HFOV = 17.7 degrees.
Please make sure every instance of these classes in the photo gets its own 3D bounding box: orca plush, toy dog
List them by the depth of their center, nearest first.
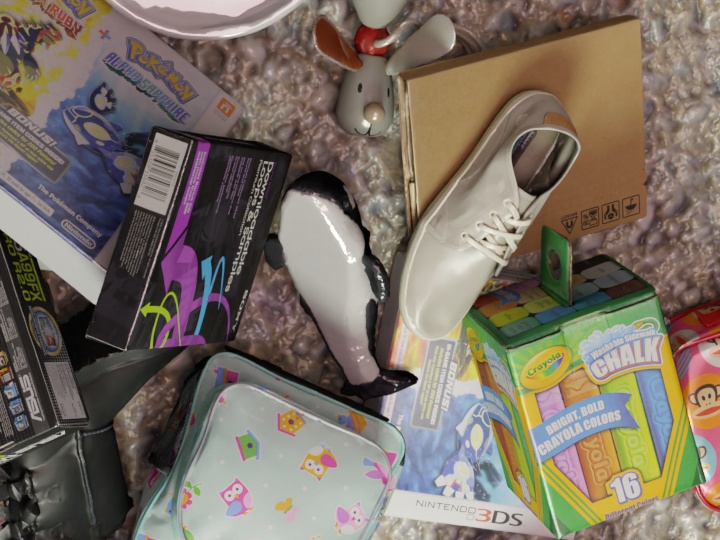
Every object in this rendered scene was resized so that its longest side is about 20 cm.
[{"bbox_3d":[0.022,-0.195,1.652,0.131,0.096,0.201,-18,107,-7],"label":"toy dog"},{"bbox_3d":[0.000,0.000,1.684,0.071,0.105,0.201,-50,123,-36],"label":"orca plush"}]

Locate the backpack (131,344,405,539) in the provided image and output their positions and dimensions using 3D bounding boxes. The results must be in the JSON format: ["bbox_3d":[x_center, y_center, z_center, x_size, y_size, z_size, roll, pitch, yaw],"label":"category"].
[{"bbox_3d":[-0.074,0.176,1.666,0.175,0.153,0.201,25,90,-8],"label":"backpack"}]

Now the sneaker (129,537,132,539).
[{"bbox_3d":[-0.103,0.267,1.766,0.200,0.078,0.082,45,70,-18],"label":"sneaker"}]

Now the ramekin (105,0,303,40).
[{"bbox_3d":[-0.108,-0.263,1.595,0.201,0.094,0.204,-1,100,-4],"label":"ramekin"}]

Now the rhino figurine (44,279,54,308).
[{"bbox_3d":[-0.287,0.080,1.668,0.087,0.060,0.201,20,103,-53],"label":"rhino figurine"}]

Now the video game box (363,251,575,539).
[{"bbox_3d":[0.097,0.099,1.773,0.181,0.047,0.201,8,102,-17],"label":"video game box"}]

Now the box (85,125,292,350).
[{"bbox_3d":[-0.111,-0.020,1.555,0.036,0.200,0.144,20,96,15],"label":"box"}]

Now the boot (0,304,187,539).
[{"bbox_3d":[-0.191,0.117,1.694,0.198,0.073,0.163,-30,131,-33],"label":"boot"}]

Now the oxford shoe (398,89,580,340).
[{"bbox_3d":[0.092,-0.036,1.664,0.075,0.058,0.201,27,98,-37],"label":"oxford shoe"}]

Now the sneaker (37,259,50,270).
[{"bbox_3d":[-0.160,-0.040,1.649,0.199,0.077,0.081,0,143,-15],"label":"sneaker"}]

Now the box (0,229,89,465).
[{"bbox_3d":[-0.289,0.042,1.594,0.160,0.044,0.201,-25,78,22],"label":"box"}]

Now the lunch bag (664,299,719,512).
[{"bbox_3d":[0.327,0.080,1.800,0.199,0.082,0.177,-16,107,-8],"label":"lunch bag"}]

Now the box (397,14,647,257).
[{"bbox_3d":[0.123,-0.091,1.705,0.199,0.021,0.165,-16,117,-22],"label":"box"}]

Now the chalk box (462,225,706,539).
[{"bbox_3d":[0.155,0.069,1.691,0.123,0.125,0.201,-20,106,-8],"label":"chalk box"}]

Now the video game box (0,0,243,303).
[{"bbox_3d":[-0.203,-0.106,1.576,0.200,0.047,0.183,39,51,-9],"label":"video game box"}]
